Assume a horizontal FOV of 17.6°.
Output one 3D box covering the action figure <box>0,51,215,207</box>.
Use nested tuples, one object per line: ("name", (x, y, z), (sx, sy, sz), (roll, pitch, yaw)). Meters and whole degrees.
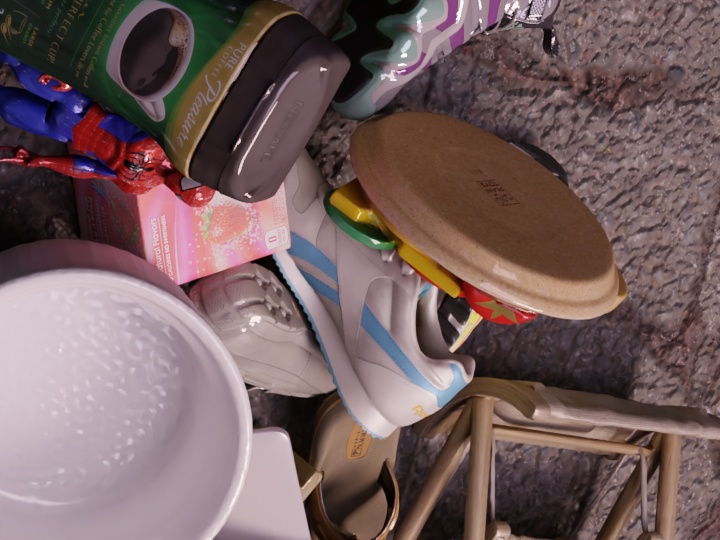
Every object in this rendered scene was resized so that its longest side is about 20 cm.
("action figure", (-0.169, -0.089, 1.291), (0.200, 0.052, 0.066), (28, 118, -2))

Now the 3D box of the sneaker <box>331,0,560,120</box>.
("sneaker", (0.074, -0.161, 1.487), (0.140, 0.078, 0.200), (32, 90, -38))

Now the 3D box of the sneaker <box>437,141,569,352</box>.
("sneaker", (0.065, -0.005, 1.561), (0.200, 0.078, 0.090), (-48, 171, -24))

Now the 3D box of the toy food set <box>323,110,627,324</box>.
("toy food set", (0.074, -0.032, 1.449), (0.049, 0.198, 0.200), (-57, 169, 26))

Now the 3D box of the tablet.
("tablet", (-0.135, 0.152, 1.439), (0.199, 0.014, 0.130), (-7, 136, 2))

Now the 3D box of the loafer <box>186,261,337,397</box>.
("loafer", (-0.060, 0.044, 1.473), (0.070, 0.070, 0.200), (-27, 154, 15))

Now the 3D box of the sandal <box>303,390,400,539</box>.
("sandal", (-0.002, 0.152, 1.555), (0.080, 0.054, 0.200), (-15, 142, -23))

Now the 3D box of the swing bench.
("swing bench", (0.134, 0.173, 1.645), (0.199, 0.130, 0.201), (11, 98, -37))

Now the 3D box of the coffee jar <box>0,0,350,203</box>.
("coffee jar", (-0.109, -0.123, 1.223), (0.104, 0.200, 0.085), (-58, 169, 13))

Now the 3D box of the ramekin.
("ramekin", (-0.165, 0.079, 1.317), (0.200, 0.098, 0.201), (-3, 110, -9))

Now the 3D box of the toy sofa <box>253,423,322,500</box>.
("toy sofa", (-0.126, 0.105, 1.460), (0.098, 0.083, 0.200), (-51, 129, -6))

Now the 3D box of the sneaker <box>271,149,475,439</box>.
("sneaker", (0.000, 0.000, 1.456), (0.081, 0.076, 0.200), (-28, 87, 16))

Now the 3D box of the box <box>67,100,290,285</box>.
("box", (-0.115, -0.102, 1.371), (0.102, 0.095, 0.201), (-19, 119, -26))
